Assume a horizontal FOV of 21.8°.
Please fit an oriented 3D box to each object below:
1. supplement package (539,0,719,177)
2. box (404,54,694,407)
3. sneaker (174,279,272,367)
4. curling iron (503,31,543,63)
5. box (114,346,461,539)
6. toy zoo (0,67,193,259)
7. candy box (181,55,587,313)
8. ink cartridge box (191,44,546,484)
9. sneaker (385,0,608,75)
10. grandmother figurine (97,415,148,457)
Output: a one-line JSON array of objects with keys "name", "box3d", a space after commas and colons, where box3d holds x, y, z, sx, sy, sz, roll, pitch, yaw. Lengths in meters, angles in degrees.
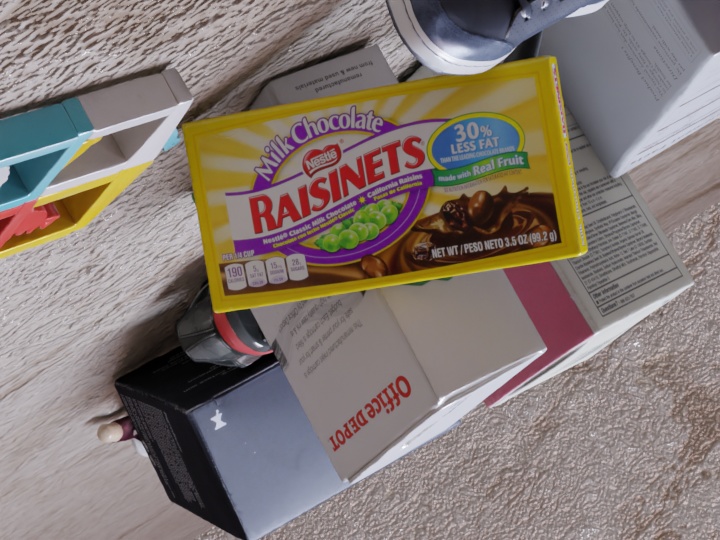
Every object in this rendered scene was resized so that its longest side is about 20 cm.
[{"name": "supplement package", "box3d": [0.193, -0.160, 1.126, 0.117, 0.117, 0.200, -29, 171, -17]}, {"name": "box", "box3d": [0.098, -0.035, 1.202, 0.127, 0.201, 0.109, -21, 166, -49]}, {"name": "sneaker", "box3d": [-0.065, 0.020, 1.377, 0.098, 0.071, 0.200, -26, -178, 34]}, {"name": "curling iron", "box3d": [0.093, -0.089, 1.089, 0.026, 0.049, 0.201, 121, -16, -49]}, {"name": "box", "box3d": [-0.060, 0.102, 1.462, 0.196, 0.118, 0.200, -28, -167, -19]}, {"name": "toy zoo", "box3d": [-0.162, -0.040, 0.889, 0.199, 0.021, 0.131, -23, 167, -43]}, {"name": "candy box", "box3d": [0.010, -0.043, 0.961, 0.198, 0.103, 0.026, -9, 180, 16]}, {"name": "ink cartridge box", "box3d": [0.000, 0.000, 1.062, 0.084, 0.201, 0.146, -23, 168, -30]}, {"name": "sneaker", "box3d": [0.110, -0.168, 0.904, 0.146, 0.077, 0.202, -30, 180, 43]}, {"name": "grandmother figurine", "box3d": [-0.171, 0.126, 1.636, 0.120, 0.061, 0.200, -1, 166, -12]}]
